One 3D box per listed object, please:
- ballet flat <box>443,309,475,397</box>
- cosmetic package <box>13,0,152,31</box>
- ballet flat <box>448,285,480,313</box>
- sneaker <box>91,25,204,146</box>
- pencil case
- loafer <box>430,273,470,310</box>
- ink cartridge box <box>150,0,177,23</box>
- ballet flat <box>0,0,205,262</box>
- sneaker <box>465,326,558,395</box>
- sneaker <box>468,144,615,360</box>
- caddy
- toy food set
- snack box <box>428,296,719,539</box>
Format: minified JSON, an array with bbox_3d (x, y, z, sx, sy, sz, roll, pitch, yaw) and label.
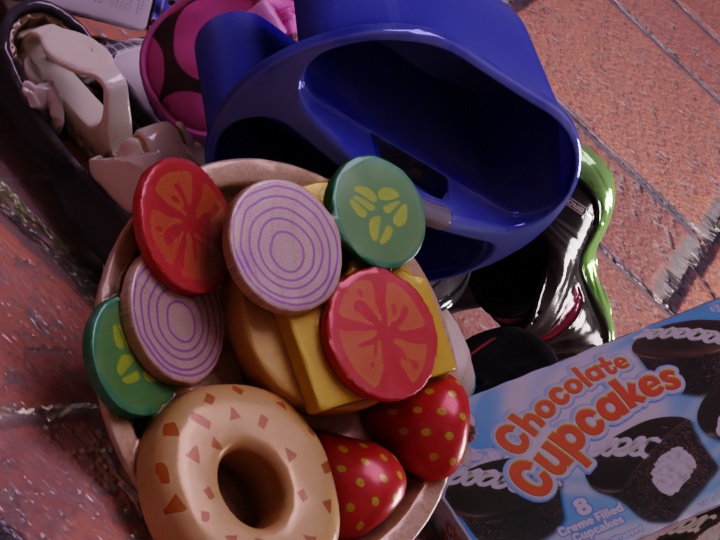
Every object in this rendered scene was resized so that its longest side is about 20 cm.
[{"bbox_3d":[0.000,0.000,1.615,0.069,0.069,0.200,25,25,-44],"label":"ballet flat"},{"bbox_3d":[-0.193,-0.178,1.523,0.101,0.072,0.200,16,3,30],"label":"cosmetic package"},{"bbox_3d":[0.015,-0.058,1.755,0.200,0.073,0.073,55,18,2],"label":"ballet flat"},{"bbox_3d":[-0.087,-0.103,1.653,0.080,0.077,0.200,37,14,14],"label":"sneaker"},{"bbox_3d":[-0.028,-0.103,1.554,0.200,0.093,0.091,0,68,-63],"label":"pencil case"},{"bbox_3d":[0.021,-0.013,1.540,0.073,0.072,0.200,18,40,6],"label":"loafer"},{"bbox_3d":[-0.040,-0.118,1.840,0.200,0.042,0.119,37,18,-13],"label":"ink cartridge box"},{"bbox_3d":[-0.118,-0.058,1.445,0.200,0.073,0.073,50,19,27],"label":"ballet flat"},{"bbox_3d":[0.101,0.111,1.597,0.200,0.074,0.087,53,-9,46],"label":"sneaker"},{"bbox_3d":[0.095,0.009,1.682,0.077,0.084,0.200,38,-33,38],"label":"sneaker"},{"bbox_3d":[0.013,-0.067,1.410,0.200,0.141,0.105,28,36,-41],"label":"caddy"},{"bbox_3d":[-0.034,0.041,1.309,0.200,0.049,0.199,-16,85,-38],"label":"toy food set"},{"bbox_3d":[0.130,0.094,1.503,0.116,0.199,0.037,55,-23,35],"label":"snack box"}]
